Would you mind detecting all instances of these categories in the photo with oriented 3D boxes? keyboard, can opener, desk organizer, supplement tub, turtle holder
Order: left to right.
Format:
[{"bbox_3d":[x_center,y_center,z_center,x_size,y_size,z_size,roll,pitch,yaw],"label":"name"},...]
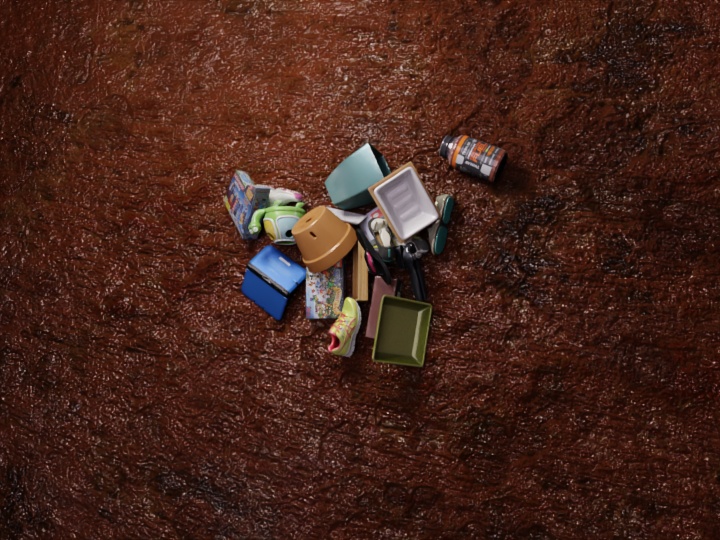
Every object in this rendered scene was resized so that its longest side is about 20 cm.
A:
[{"bbox_3d":[-0.271,-0.160,1.749,0.140,0.185,0.133,-9,80,41],"label":"turtle holder"},{"bbox_3d":[-0.074,-0.189,1.742,0.199,0.011,0.056,16,45,30],"label":"keyboard"},{"bbox_3d":[0.076,0.124,1.655,0.076,0.072,0.202,8,85,21],"label":"desk organizer"},{"bbox_3d":[0.171,0.006,1.618,0.078,0.063,0.201,-3,115,49],"label":"can opener"},{"bbox_3d":[0.350,-0.357,1.615,0.199,0.107,0.108,26,91,19],"label":"supplement tub"}]

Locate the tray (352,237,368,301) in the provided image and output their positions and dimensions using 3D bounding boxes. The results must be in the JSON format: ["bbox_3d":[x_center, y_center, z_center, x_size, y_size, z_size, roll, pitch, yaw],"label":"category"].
[{"bbox_3d":[0.000,0.000,1.681,0.037,0.099,0.202,1,82,-11],"label":"tray"}]

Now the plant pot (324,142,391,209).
[{"bbox_3d":[-0.005,-0.293,1.708,0.199,0.141,0.142,-29,75,18],"label":"plant pot"}]

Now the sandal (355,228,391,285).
[{"bbox_3d":[0.030,-0.035,1.606,0.045,0.075,0.201,-31,83,-17],"label":"sandal"}]

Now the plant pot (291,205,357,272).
[{"bbox_3d":[-0.127,-0.112,1.663,0.199,0.201,0.140,-32,115,11],"label":"plant pot"}]

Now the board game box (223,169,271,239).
[{"bbox_3d":[-0.393,-0.250,1.814,0.200,0.061,0.201,-54,56,36],"label":"board game box"}]

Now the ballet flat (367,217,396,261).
[{"bbox_3d":[0.072,-0.118,1.615,0.067,0.069,0.201,-12,48,-10],"label":"ballet flat"}]

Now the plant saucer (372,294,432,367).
[{"bbox_3d":[0.120,0.187,1.596,0.048,0.199,0.202,2,81,57],"label":"plant saucer"}]

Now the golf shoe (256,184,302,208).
[{"bbox_3d":[-0.295,-0.251,1.831,0.198,0.075,0.092,12,94,27],"label":"golf shoe"}]

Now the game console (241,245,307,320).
[{"bbox_3d":[-0.304,0.041,1.816,0.199,0.119,0.171,35,62,18],"label":"game console"}]

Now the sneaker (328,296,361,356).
[{"bbox_3d":[-0.056,0.182,1.652,0.078,0.090,0.202,20,103,57],"label":"sneaker"}]

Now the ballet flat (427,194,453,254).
[{"bbox_3d":[0.249,-0.146,1.650,0.062,0.067,0.202,9,80,42],"label":"ballet flat"}]

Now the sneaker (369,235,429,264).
[{"bbox_3d":[0.123,-0.065,1.672,0.198,0.085,0.075,1,48,-1],"label":"sneaker"}]

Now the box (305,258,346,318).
[{"bbox_3d":[-0.116,0.062,1.742,0.135,0.038,0.202,-3,82,17],"label":"box"}]

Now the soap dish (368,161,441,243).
[{"bbox_3d":[0.136,-0.209,1.592,0.157,0.081,0.201,-33,104,-1],"label":"soap dish"}]

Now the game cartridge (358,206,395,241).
[{"bbox_3d":[0.101,-0.162,1.706,0.199,0.041,0.134,-33,78,11],"label":"game cartridge"}]
